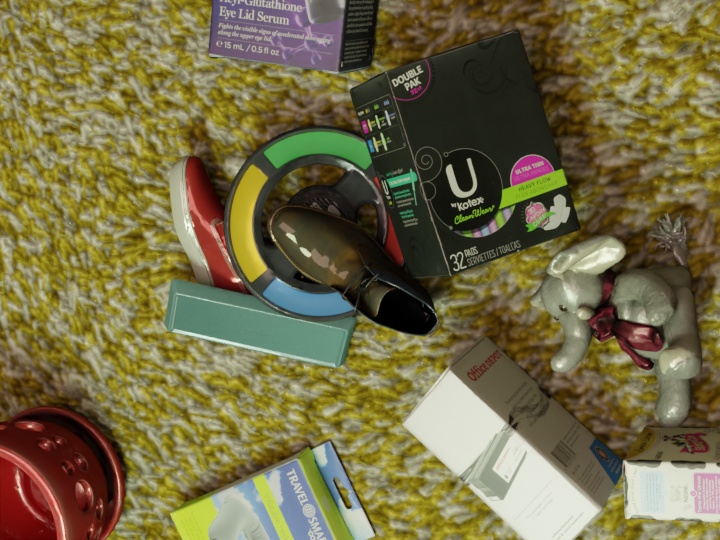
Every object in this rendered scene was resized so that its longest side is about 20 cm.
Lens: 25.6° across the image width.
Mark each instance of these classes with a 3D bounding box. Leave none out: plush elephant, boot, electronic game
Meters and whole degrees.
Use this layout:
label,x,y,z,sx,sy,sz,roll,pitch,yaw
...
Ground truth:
label,x,y,z,sx,sy,sz,roll,pitch,yaw
plush elephant,0.240,0.040,1.522,0.153,0.165,0.202,-2,71,6
boot,0.000,0.000,1.569,0.199,0.097,0.075,33,91,-15
boot,-0.114,-0.038,1.677,0.143,0.072,0.202,-14,103,20
electronic game,-0.042,-0.048,1.626,0.198,0.042,0.202,0,91,-7

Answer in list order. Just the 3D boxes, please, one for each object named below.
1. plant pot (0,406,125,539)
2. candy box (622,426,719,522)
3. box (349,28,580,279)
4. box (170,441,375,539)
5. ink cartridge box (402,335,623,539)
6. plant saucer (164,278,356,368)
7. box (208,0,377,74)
label,x,y,z,sx,sy,sz,roll,pitch,yaw
plant pot,-0.371,0.260,1.759,0.198,0.182,0.203,3,100,18
candy box,0.360,0.194,1.518,0.198,0.136,0.062,-2,98,19
box,0.099,-0.110,1.527,0.147,0.124,0.202,-19,93,-17
box,-0.097,0.281,1.741,0.199,0.048,0.123,-26,91,22
ink cartridge box,0.155,0.174,1.580,0.200,0.144,0.084,43,111,8
plant saucer,-0.108,0.059,1.671,0.198,0.019,0.070,13,130,-3
box,-0.061,-0.307,1.587,0.147,0.104,0.202,9,103,18
